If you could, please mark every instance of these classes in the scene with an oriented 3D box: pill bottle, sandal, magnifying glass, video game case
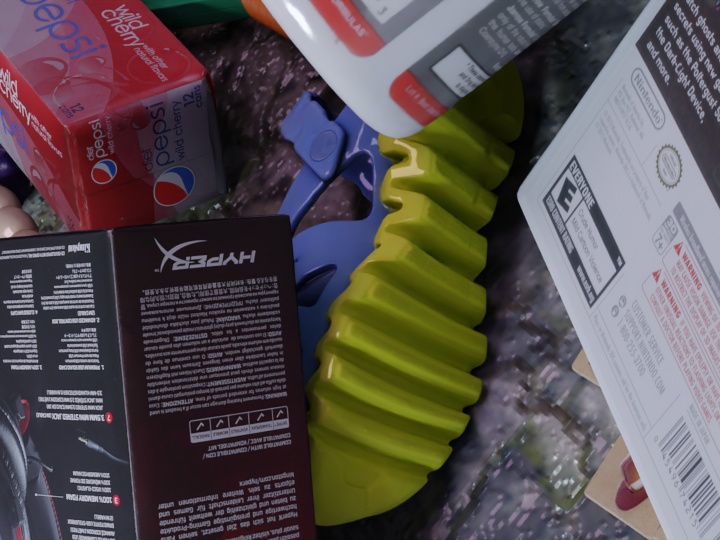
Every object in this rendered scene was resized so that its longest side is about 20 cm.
[{"bbox_3d":[0.055,-0.146,0.705,0.199,0.116,0.116,-37,49,8],"label":"pill bottle"},{"bbox_3d":[0.000,0.000,0.784,0.087,0.079,0.201,-9,53,38],"label":"sandal"},{"bbox_3d":[-0.048,-0.121,0.898,0.080,0.022,0.200,-51,35,-2],"label":"magnifying glass"},{"bbox_3d":[0.130,-0.014,0.661,0.182,0.023,0.201,-57,39,37],"label":"video game case"}]

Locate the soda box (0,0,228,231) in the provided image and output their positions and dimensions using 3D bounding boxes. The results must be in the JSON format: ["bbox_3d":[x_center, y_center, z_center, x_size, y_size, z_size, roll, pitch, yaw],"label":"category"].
[{"bbox_3d":[-0.133,-0.094,0.924,0.070,0.064,0.200,-22,42,-22],"label":"soda box"}]

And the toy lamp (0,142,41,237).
[{"bbox_3d":[-0.124,0.013,0.882,0.058,0.058,0.200,-49,45,6],"label":"toy lamp"}]

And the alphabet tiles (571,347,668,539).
[{"bbox_3d":[0.162,0.032,0.681,0.200,0.006,0.167,32,89,44],"label":"alphabet tiles"}]

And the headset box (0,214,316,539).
[{"bbox_3d":[-0.085,0.086,0.736,0.148,0.075,0.202,-4,91,52],"label":"headset box"}]
